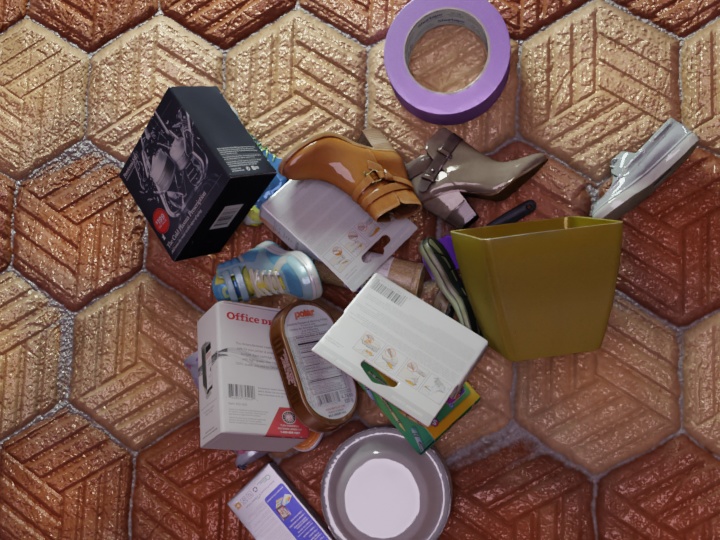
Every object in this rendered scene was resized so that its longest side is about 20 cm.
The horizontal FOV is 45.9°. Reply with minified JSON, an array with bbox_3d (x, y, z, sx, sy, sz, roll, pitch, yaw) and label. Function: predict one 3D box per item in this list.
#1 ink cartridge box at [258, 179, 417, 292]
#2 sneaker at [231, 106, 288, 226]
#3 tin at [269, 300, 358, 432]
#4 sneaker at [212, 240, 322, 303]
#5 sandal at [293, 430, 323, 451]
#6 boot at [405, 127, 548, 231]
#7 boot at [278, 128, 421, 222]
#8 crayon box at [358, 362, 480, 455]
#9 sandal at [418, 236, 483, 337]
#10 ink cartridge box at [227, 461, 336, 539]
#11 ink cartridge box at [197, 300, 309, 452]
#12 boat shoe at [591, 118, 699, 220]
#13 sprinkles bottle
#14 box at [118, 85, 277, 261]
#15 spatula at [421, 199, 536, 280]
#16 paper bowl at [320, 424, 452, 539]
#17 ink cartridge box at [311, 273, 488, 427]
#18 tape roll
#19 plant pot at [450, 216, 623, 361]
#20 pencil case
[{"bbox_3d":[-0.034,-0.077,1.333,0.200,0.050,0.162,43,65,7],"label":"ink cartridge box"},{"bbox_3d":[-0.165,-0.178,1.387,0.104,0.076,0.203,-14,89,-4],"label":"sneaker"},{"bbox_3d":[-0.068,0.141,1.281,0.042,0.111,0.202,-34,69,43],"label":"tin"},{"bbox_3d":[-0.149,0.021,1.288,0.129,0.199,0.081,-25,111,-25],"label":"sneaker"},{"bbox_3d":[-0.077,0.180,1.335,0.078,0.059,0.209,18,88,11],"label":"sandal"},{"bbox_3d":[0.171,-0.164,1.326,0.199,0.070,0.147,-36,74,-1],"label":"boot"},{"bbox_3d":[-0.012,-0.134,1.291,0.198,0.074,0.156,-18,65,-22],"label":"boot"},{"bbox_3d":[0.071,0.159,1.280,0.118,0.058,0.200,-32,76,-38],"label":"crayon box"},{"bbox_3d":[0.135,0.047,1.307,0.057,0.080,0.203,-29,81,21],"label":"sandal"},{"bbox_3d":[-0.110,0.407,1.331,0.095,0.037,0.200,-43,77,2],"label":"ink cartridge box"},{"bbox_3d":[-0.164,0.162,1.278,0.145,0.083,0.203,11,59,-32],"label":"ink cartridge box"},{"bbox_3d":[0.416,-0.150,1.287,0.200,0.070,0.072,-41,69,-1],"label":"boat shoe"},{"bbox_3d":[0.000,0.000,1.336,0.197,0.068,0.069,13,86,10],"label":"sprinkles bottle"},{"bbox_3d":[-0.258,-0.151,1.326,0.183,0.104,0.200,54,126,17],"label":"box"},{"bbox_3d":[0.187,-0.056,1.333,0.199,0.021,0.057,-31,93,3],"label":"spatula"},{"bbox_3d":[0.038,0.336,1.279,0.198,0.104,0.204,-1,83,9],"label":"paper bowl"},{"bbox_3d":[0.055,0.117,1.213,0.199,0.045,0.176,31,54,16],"label":"ink cartridge box"},{"bbox_3d":[0.138,-0.337,1.349,0.197,0.066,0.203,-1,85,10],"label":"tape roll"},{"bbox_3d":[0.252,0.024,1.222,0.197,0.200,0.179,-7,97,-6],"label":"plant pot"},{"bbox_3d":[-0.202,0.208,1.342,0.082,0.091,0.202,-25,81,-26],"label":"pencil case"}]
